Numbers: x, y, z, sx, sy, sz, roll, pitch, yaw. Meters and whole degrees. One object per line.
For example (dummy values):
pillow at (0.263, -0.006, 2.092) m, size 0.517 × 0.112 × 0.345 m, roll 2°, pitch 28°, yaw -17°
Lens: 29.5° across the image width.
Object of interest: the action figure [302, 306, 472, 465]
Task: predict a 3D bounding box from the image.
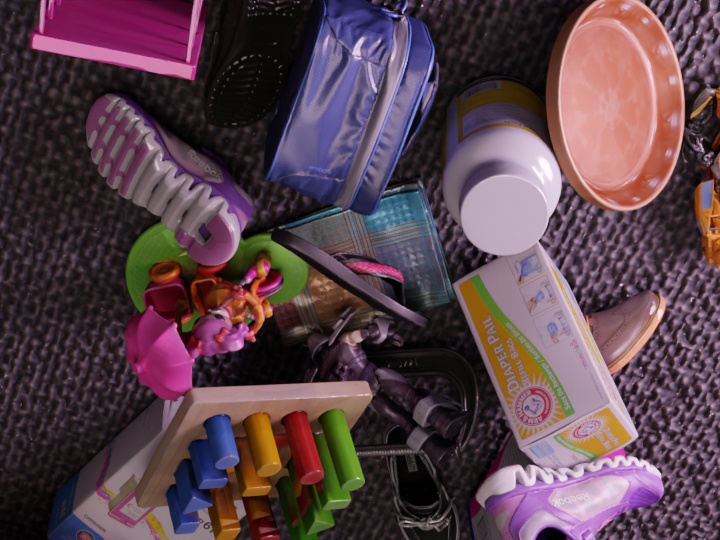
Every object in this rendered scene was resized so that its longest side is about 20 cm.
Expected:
action figure at (0.018, 0.122, 1.432) m, size 0.199 × 0.069 × 0.131 m, roll 35°, pitch 121°, yaw 16°

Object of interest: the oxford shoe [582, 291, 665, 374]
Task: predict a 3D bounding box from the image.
oxford shoe at (0.234, 0.077, 1.463) m, size 0.199 × 0.072 × 0.073 m, roll -37°, pitch 109°, yaw 17°

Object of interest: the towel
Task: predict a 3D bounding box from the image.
towel at (-0.009, -0.003, 1.438) m, size 0.197 × 0.022 × 0.148 m, roll -17°, pitch 116°, yaw 7°

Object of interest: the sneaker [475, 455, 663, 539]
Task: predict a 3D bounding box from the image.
sneaker at (0.213, 0.239, 1.342) m, size 0.197 × 0.089 × 0.081 m, roll -3°, pitch 145°, yaw -21°

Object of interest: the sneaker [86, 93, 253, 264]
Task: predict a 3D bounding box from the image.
sneaker at (-0.182, -0.098, 1.347) m, size 0.200 × 0.088 × 0.081 m, roll 45°, pitch 128°, yaw 1°

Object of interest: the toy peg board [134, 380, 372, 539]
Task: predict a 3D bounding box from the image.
toy peg board at (-0.100, 0.210, 1.372) m, size 0.197 × 0.099 × 0.201 m, roll 0°, pitch 142°, yaw -29°

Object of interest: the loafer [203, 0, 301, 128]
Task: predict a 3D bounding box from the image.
loafer at (-0.103, -0.222, 1.299) m, size 0.072 × 0.072 × 0.201 m, roll 4°, pitch 134°, yaw -26°

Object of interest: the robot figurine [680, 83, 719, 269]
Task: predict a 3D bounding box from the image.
robot figurine at (0.397, -0.105, 1.380) m, size 0.143 × 0.058 × 0.203 m, roll -8°, pitch 118°, yaw 1°

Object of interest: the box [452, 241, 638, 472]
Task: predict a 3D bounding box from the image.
box at (0.185, 0.090, 1.378) m, size 0.100 × 0.202 × 0.112 m, roll -28°, pitch 148°, yaw 12°

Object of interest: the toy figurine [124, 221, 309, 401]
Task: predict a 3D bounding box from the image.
toy figurine at (-0.155, 0.051, 1.356) m, size 0.197 × 0.185 × 0.152 m, roll -7°, pitch 119°, yaw 9°

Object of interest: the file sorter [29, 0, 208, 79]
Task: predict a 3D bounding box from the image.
file sorter at (-0.198, -0.268, 1.194) m, size 0.137 × 0.201 × 0.127 m, roll 10°, pitch 114°, yaw -7°

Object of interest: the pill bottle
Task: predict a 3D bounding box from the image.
pill bottle at (0.132, -0.098, 1.290) m, size 0.110 × 0.201 × 0.113 m, roll 2°, pitch 120°, yaw 3°

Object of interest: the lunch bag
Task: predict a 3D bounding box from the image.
lunch bag at (-0.002, -0.164, 1.290) m, size 0.131 × 0.136 × 0.202 m, roll 18°, pitch 114°, yaw -12°

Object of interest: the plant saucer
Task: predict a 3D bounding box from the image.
plant saucer at (0.239, -0.158, 1.296) m, size 0.032 × 0.200 × 0.202 m, roll 2°, pitch 130°, yaw 48°

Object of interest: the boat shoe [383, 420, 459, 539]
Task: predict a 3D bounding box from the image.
boat shoe at (0.072, 0.263, 1.552) m, size 0.072 × 0.068 × 0.202 m, roll -9°, pitch 117°, yaw 3°

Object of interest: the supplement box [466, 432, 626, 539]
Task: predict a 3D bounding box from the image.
supplement box at (0.202, 0.245, 1.496) m, size 0.102 × 0.102 × 0.201 m, roll 8°, pitch 134°, yaw -16°

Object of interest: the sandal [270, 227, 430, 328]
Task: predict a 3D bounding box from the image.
sandal at (0.000, 0.000, 1.391) m, size 0.199 × 0.075 × 0.045 m, roll 34°, pitch 81°, yaw -22°

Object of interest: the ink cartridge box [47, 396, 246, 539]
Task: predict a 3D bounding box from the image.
ink cartridge box at (-0.230, 0.254, 1.526) m, size 0.200 × 0.085 × 0.144 m, roll -43°, pitch 111°, yaw 17°

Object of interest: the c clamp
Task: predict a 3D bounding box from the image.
c clamp at (0.037, 0.170, 1.481) m, size 0.197 × 0.027 × 0.174 m, roll -10°, pitch 82°, yaw 14°
